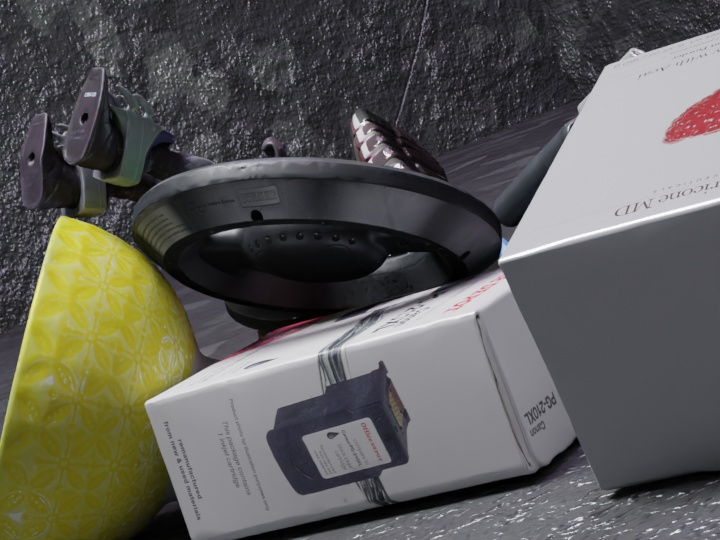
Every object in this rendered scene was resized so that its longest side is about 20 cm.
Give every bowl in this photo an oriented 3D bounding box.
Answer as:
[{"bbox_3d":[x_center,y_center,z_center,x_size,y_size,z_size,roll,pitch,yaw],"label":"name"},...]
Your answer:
[{"bbox_3d":[-0.133,0.077,1.061,0.107,0.202,0.200,12,3,-5],"label":"bowl"}]

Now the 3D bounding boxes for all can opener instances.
[{"bbox_3d":[0.117,-0.054,1.066,0.067,0.053,0.200,-31,-9,-28],"label":"can opener"}]

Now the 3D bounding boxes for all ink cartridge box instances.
[{"bbox_3d":[0.016,0.063,0.987,0.199,0.085,0.145,-16,6,29],"label":"ink cartridge box"}]

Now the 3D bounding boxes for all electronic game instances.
[{"bbox_3d":[-0.023,-0.018,1.038,0.198,0.042,0.200,2,-17,1],"label":"electronic game"}]

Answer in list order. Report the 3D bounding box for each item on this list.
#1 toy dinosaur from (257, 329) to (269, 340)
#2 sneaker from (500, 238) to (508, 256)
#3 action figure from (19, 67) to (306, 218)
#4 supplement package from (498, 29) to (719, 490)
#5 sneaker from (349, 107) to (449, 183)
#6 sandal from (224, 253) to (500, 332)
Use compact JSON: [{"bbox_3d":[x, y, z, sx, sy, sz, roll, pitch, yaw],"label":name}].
[{"bbox_3d":[-0.013,0.057,1.192,0.199,0.058,0.101,-19,22,6],"label":"toy dinosaur"},{"bbox_3d":[0.074,0.011,1.322,0.082,0.071,0.199,28,-5,-29],"label":"sneaker"},{"bbox_3d":[-0.092,-0.048,1.113,0.199,0.070,0.130,19,-23,-41],"label":"action figure"},{"bbox_3d":[0.159,-0.016,0.849,0.121,0.120,0.200,-15,23,28],"label":"supplement package"},{"bbox_3d":[0.010,-0.019,1.283,0.116,0.075,0.200,-49,36,16],"label":"sneaker"},{"bbox_3d":[0.000,0.000,1.172,0.199,0.045,0.075,-4,30,36],"label":"sandal"}]
